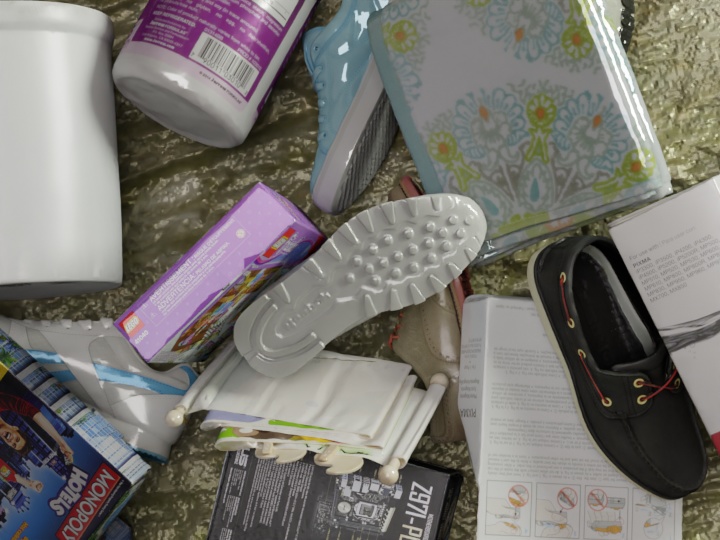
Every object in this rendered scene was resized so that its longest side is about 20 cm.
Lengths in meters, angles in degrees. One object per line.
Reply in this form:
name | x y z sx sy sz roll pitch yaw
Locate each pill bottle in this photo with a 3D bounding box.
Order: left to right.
pill bottle | -0.092 -0.201 1.337 0.112 0.112 0.200 25 76 11

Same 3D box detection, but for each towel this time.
towel | 0.109 -0.117 1.256 0.171 0.048 0.200 -20 94 29

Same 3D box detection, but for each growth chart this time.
growth chart | -0.039 0.094 1.274 0.200 0.145 0.018 10 124 27

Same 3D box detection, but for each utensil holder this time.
utensil holder | -0.262 -0.082 1.332 0.170 0.170 0.200 -4 86 9

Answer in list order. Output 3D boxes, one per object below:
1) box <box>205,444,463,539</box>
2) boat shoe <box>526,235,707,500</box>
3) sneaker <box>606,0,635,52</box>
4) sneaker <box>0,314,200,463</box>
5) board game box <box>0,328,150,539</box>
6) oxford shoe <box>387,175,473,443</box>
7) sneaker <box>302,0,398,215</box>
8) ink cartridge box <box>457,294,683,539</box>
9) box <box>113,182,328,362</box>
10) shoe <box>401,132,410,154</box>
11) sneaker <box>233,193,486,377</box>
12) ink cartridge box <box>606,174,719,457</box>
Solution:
box | -0.030 0.222 1.302 0.163 0.086 0.200 12 86 11
boat shoe | 0.183 0.068 1.232 0.074 0.063 0.202 -29 96 -22
sneaker | 0.142 -0.132 1.334 0.089 0.077 0.200 11 88 42
sneaker | -0.216 0.069 1.361 0.200 0.077 0.081 27 79 5
board game box | -0.230 0.163 1.317 0.200 0.062 0.200 42 127 2
oxford shoe | 0.049 0.030 1.319 0.075 0.070 0.200 -21 80 11
sneaker | -0.010 -0.141 1.351 0.082 0.074 0.200 17 79 19
ink cartridge box | 0.150 0.122 1.272 0.162 0.057 0.200 5 88 -17
box | -0.093 0.006 1.277 0.137 0.200 0.039 -43 84 2
shoe | 0.080 -0.175 1.336 0.071 0.091 0.200 13 116 22
sneaker | 0.000 0.000 1.282 0.200 0.081 0.076 -28 95 15
ink cartridge box | 0.262 0.035 1.227 0.083 0.147 0.200 -27 87 23
